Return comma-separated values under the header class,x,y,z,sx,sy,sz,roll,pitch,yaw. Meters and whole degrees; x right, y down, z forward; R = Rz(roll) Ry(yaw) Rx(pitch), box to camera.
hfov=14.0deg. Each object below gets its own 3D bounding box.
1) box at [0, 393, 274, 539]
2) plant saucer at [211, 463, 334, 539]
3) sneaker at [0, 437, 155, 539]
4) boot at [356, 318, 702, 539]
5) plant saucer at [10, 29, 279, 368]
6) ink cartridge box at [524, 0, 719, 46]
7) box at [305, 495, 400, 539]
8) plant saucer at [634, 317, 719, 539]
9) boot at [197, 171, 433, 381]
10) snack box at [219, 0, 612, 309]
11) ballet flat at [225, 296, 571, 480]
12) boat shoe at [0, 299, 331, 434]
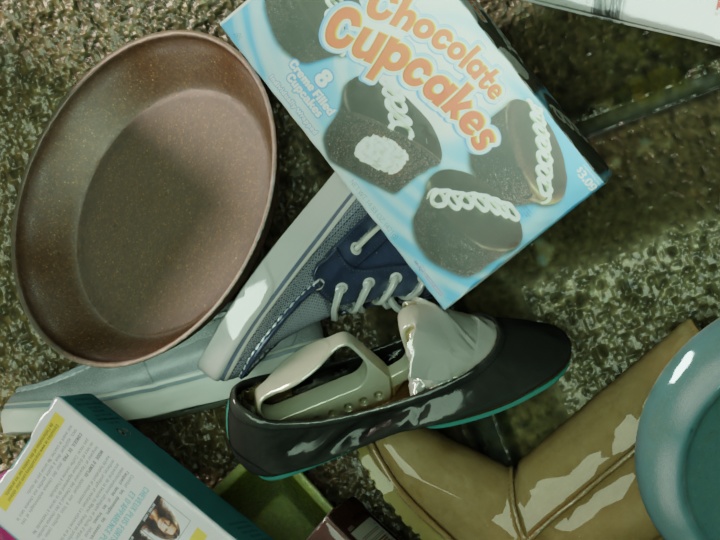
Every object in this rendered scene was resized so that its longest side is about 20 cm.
class,x,y,z,sx,sy,sz,roll,pitch,yaw
box,-0.106,0.158,1.619,0.200,0.049,0.082,38,102,16
plant saucer,-0.050,0.233,1.730,0.200,0.048,0.200,-43,86,14
sneaker,-0.202,0.148,1.731,0.199,0.088,0.082,-30,109,11
boot,0.118,0.092,1.669,0.200,0.066,0.175,-38,100,15
plant saucer,-0.115,-0.037,1.675,0.200,0.037,0.201,-15,65,35
ink cartridge box,0.143,-0.213,1.608,0.199,0.083,0.148,15,101,11
box,-0.036,0.237,1.666,0.100,0.075,0.200,42,103,6
plant saucer,0.251,0.103,1.616,0.199,0.027,0.201,-1,117,-1
boot,0.000,0.000,1.650,0.090,0.073,0.200,38,81,2
snack box,0.030,-0.093,1.596,0.116,0.037,0.200,-39,91,17
ballet flat,0.018,0.059,1.625,0.199,0.068,0.069,-21,127,2
boat shoe,-0.117,0.049,1.716,0.200,0.070,0.072,-13,84,9
